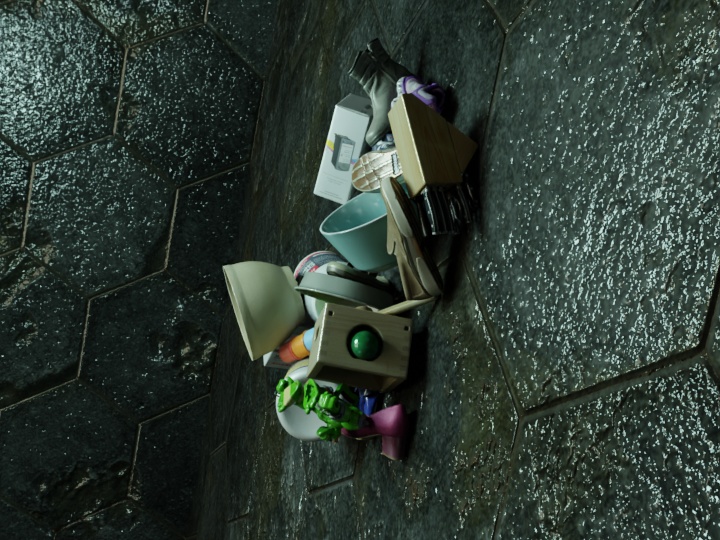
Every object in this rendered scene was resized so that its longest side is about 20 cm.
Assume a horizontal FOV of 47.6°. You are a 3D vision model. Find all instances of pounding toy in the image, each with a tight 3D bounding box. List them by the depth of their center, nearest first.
[{"bbox_3d":[0.016,0.114,1.403,0.200,0.180,0.145,121,159,-70],"label":"pounding toy"}]

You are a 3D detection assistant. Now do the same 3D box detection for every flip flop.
[{"bbox_3d":[0.000,0.000,1.523,0.080,0.199,0.059,7,82,28],"label":"flip flop"}]

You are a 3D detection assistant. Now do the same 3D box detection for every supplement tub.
[{"bbox_3d":[-0.089,0.247,1.646,0.200,0.142,0.148,-75,-4,-83],"label":"supplement tub"},{"bbox_3d":[-0.060,0.043,1.712,0.200,0.138,0.143,-146,67,-71],"label":"supplement tub"}]

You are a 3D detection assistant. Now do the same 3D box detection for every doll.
[{"bbox_3d":[0.014,0.213,1.546,0.136,0.048,0.205,-167,83,-69],"label":"doll"}]

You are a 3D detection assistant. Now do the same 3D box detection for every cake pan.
[{"bbox_3d":[-0.024,0.044,1.510,0.200,0.197,0.037,175,112,-72],"label":"cake pan"}]

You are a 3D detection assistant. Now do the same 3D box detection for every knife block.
[{"bbox_3d":[0.099,-0.150,1.266,0.177,0.199,0.064,-56,6,-29],"label":"knife block"}]

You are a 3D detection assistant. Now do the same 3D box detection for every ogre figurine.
[{"bbox_3d":[-0.062,0.235,1.419,0.199,0.119,0.100,-27,41,48],"label":"ogre figurine"}]

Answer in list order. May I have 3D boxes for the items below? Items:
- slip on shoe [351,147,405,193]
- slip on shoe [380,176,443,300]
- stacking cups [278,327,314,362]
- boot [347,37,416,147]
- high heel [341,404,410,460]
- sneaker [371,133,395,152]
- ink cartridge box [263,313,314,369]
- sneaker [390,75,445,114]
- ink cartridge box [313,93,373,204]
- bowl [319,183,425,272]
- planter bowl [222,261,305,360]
[{"bbox_3d":[0.066,-0.183,1.439,0.198,0.060,0.078,-20,70,43],"label":"slip on shoe"},{"bbox_3d":[0.067,-0.047,1.299,0.203,0.060,0.076,64,-160,-15],"label":"slip on shoe"},{"bbox_3d":[-0.080,0.137,1.608,0.198,0.060,0.062,-29,51,39],"label":"stacking cups"},{"bbox_3d":[0.022,-0.337,1.546,0.067,0.130,0.202,-31,27,55],"label":"boot"},{"bbox_3d":[0.020,0.254,1.442,0.198,0.067,0.098,16,106,49],"label":"high heel"},{"bbox_3d":[0.066,-0.226,1.562,0.200,0.069,0.111,148,127,-71],"label":"sneaker"},{"bbox_3d":[-0.134,0.148,1.886,0.201,0.141,0.085,121,152,-50],"label":"ink cartridge box"},{"bbox_3d":[0.112,-0.304,1.460,0.081,0.087,0.201,60,-161,-22],"label":"sneaker"},{"bbox_3d":[-0.026,-0.264,1.770,0.148,0.084,0.203,-61,-13,-65],"label":"ink cartridge box"},{"bbox_3d":[0.038,-0.071,1.432,0.106,0.199,0.201,63,172,-19],"label":"bowl"},{"bbox_3d":[-0.191,0.069,1.686,0.200,0.132,0.204,163,90,-78],"label":"planter bowl"}]
